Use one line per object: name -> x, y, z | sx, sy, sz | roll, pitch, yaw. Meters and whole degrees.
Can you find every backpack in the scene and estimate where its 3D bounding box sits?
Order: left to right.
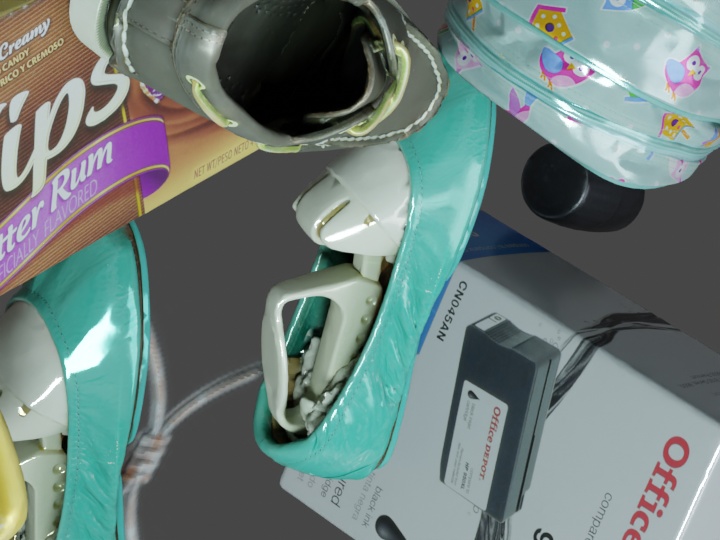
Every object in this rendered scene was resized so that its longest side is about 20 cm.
backpack -> 0.111, -0.109, 1.018 | 0.127, 0.167, 0.200 | -66, 172, 13

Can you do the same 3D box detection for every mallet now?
mallet -> 0.142, -0.109, 1.233 | 0.066, 0.041, 0.200 | 23, 94, -59

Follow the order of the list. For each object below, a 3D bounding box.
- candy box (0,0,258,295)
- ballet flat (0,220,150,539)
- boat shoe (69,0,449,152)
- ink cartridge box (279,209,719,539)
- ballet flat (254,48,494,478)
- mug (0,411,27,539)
candy box -> -0.106, -0.068, 0.901 | 0.200, 0.056, 0.117 | -33, 142, -37
ballet flat -> -0.122, 0.066, 0.992 | 0.070, 0.067, 0.200 | -15, 128, -30
boat shoe -> -0.021, -0.073, 0.905 | 0.202, 0.060, 0.072 | 14, 106, -59
ink cartridge box -> 0.080, 0.081, 1.153 | 0.084, 0.200, 0.145 | -3, 120, -54
ballet flat -> 0.000, 0.000, 1.092 | 0.070, 0.067, 0.201 | 1, 115, -36
mug -> -0.216, 0.098, 0.840 | 0.187, 0.149, 0.153 | -65, 151, -43
